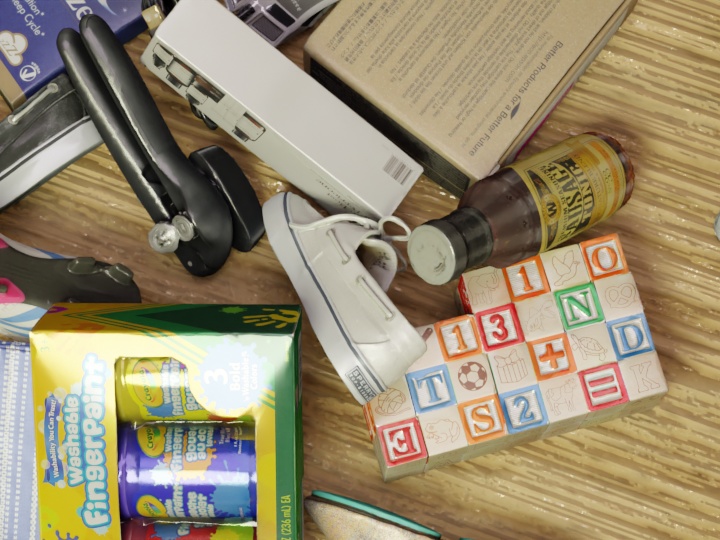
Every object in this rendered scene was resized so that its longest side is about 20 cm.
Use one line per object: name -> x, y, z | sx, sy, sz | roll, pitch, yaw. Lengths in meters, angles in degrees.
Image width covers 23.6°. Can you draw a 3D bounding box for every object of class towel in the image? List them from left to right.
towel -> -0.157, 0.123, 1.151 | 0.197, 0.024, 0.147 | 5, 98, 0

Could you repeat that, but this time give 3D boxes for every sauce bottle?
sauce bottle -> 0.109, -0.039, 1.158 | 0.199, 0.066, 0.066 | -29, 74, -44

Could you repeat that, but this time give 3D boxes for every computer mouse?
computer mouse -> -0.062, -0.200, 1.256 | 0.199, 0.044, 0.110 | -36, 97, -14

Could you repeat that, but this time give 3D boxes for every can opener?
can opener -> -0.147, -0.085, 1.196 | 0.201, 0.063, 0.079 | 53, 35, -8

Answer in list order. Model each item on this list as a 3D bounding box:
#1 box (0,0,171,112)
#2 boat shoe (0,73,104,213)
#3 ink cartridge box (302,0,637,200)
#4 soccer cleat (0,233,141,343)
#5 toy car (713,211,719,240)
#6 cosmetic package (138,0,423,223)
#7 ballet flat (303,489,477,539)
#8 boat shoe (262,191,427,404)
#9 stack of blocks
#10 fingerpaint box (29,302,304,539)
box -> -0.204, -0.218, 1.267 | 0.199, 0.032, 0.122 | -35, 77, -12
boat shoe -> -0.271, -0.067, 1.191 | 0.198, 0.074, 0.068 | -35, 95, -11
ink cartridge box -> 0.080, -0.172, 1.239 | 0.164, 0.075, 0.200 | 38, 75, 8
soccer cleat -> -0.244, 0.012, 1.144 | 0.198, 0.086, 0.070 | 21, 56, -19
toy car -> 0.332, -0.101, 1.218 | 0.162, 0.158, 0.202 | 17, 102, 7
cosmetic package -> -0.057, -0.107, 1.184 | 0.199, 0.082, 0.051 | 38, 78, -8
ballet flat -> 0.050, 0.201, 1.134 | 0.198, 0.068, 0.068 | 15, 80, 5
boat shoe -> -0.002, -0.003, 1.144 | 0.086, 0.075, 0.202 | -33, 37, 3
stack of blocks -> 0.096, 0.060, 1.178 | 0.198, 0.059, 0.116 | -15, 74, -6
fingerpaint box -> -0.119, 0.127, 1.096 | 0.165, 0.073, 0.203 | 1, 103, 2
